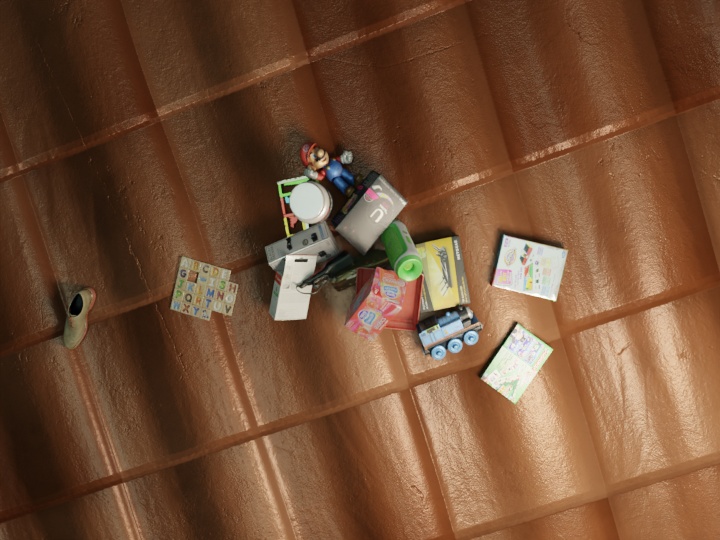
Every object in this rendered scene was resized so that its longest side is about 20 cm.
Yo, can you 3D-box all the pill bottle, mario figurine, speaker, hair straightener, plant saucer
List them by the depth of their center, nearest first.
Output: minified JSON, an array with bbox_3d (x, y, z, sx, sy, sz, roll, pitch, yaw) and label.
[{"bbox_3d":[-0.137,-0.190,1.553,0.110,0.200,0.118,0,95,3],"label":"pill bottle"},{"bbox_3d":[0.114,-0.061,1.567,0.085,0.202,0.091,-7,129,-9],"label":"speaker"},{"bbox_3d":[-0.099,0.009,1.597,0.197,0.077,0.042,-31,127,-20],"label":"hair straightener"},{"bbox_3d":[-0.089,-0.305,1.605,0.197,0.124,0.107,34,120,-5],"label":"mario figurine"},{"bbox_3d":[0.082,0.079,1.631,0.193,0.037,0.205,5,121,3],"label":"plant saucer"}]

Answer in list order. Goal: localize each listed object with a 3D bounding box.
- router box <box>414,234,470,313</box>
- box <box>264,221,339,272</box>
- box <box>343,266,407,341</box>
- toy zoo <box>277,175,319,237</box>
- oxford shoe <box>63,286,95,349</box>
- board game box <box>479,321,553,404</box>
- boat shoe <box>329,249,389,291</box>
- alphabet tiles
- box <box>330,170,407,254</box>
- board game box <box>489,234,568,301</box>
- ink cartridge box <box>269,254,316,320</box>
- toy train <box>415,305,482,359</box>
[{"bbox_3d":[0.233,0.010,1.640,0.152,0.052,0.207,-12,93,5],"label":"router box"},{"bbox_3d":[-0.171,-0.058,1.623,0.195,0.117,0.062,-23,64,5],"label":"box"},{"bbox_3d":[0.040,0.096,1.536,0.100,0.096,0.201,26,140,-9],"label":"box"},{"bbox_3d":[-0.172,-0.179,1.667,0.127,0.020,0.207,-9,94,4],"label":"toy zoo"},{"bbox_3d":[-0.890,0.150,1.710,0.068,0.075,0.206,18,95,1],"label":"oxford shoe"},{"bbox_3d":[0.467,0.279,1.657,0.133,0.029,0.203,34,95,0],"label":"board game box"},{"bbox_3d":[0.000,0.000,1.653,0.195,0.073,0.069,-24,126,0],"label":"boat shoe"},{"bbox_3d":[-0.482,0.065,1.712,0.194,0.008,0.173,15,95,3],"label":"alphabet tiles"},{"bbox_3d":[0.023,-0.170,1.598,0.121,0.106,0.201,38,96,-20],"label":"box"},{"bbox_3d":[0.496,-0.009,1.628,0.194,0.040,0.158,13,95,3],"label":"board game box"},{"bbox_3d":[-0.199,0.043,1.626,0.106,0.050,0.206,0,111,-34],"label":"ink cartridge box"},{"bbox_3d":[0.260,0.179,1.624,0.195,0.087,0.117,-25,110,5],"label":"toy train"}]
